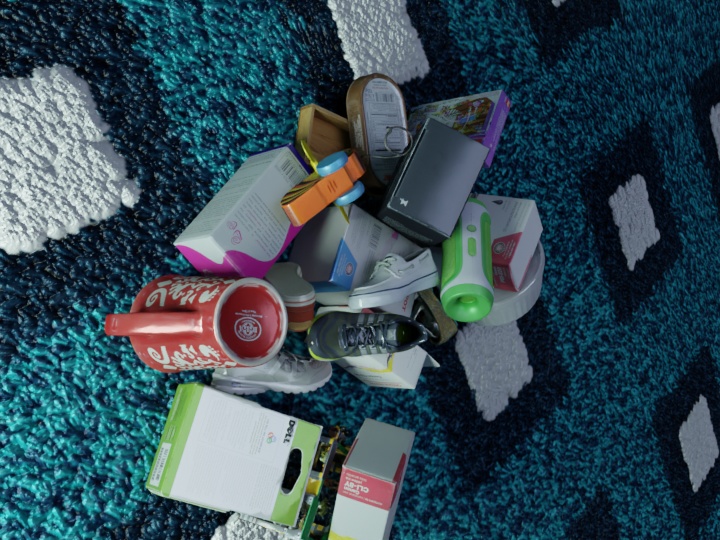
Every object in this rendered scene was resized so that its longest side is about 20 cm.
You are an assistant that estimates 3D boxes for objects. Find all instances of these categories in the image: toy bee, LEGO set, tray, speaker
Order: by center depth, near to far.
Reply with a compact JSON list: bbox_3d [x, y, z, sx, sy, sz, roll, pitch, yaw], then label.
[{"bbox_3d":[-0.031,-0.132,1.096,0.199,0.109,0.132,-15,107,-18],"label":"toy bee"},{"bbox_3d":[-0.098,0.319,1.137,0.154,0.115,0.201,47,57,-65],"label":"LEGO set"},{"bbox_3d":[0.168,-0.020,1.210,0.088,0.088,0.201,38,40,-33],"label":"speaker"},{"bbox_3d":[-0.021,-0.194,1.274,0.199,0.037,0.099,17,75,-41],"label":"tray"}]

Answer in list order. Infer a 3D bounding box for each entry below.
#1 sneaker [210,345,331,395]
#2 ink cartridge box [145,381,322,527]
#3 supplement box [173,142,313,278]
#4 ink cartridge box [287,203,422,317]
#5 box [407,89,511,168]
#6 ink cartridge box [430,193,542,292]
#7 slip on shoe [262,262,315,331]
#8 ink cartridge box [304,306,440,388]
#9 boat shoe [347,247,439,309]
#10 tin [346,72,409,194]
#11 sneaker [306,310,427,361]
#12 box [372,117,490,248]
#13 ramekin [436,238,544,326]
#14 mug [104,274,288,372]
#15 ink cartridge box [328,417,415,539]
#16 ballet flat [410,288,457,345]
[{"bbox_3d":[-0.121,0.135,1.121,0.199,0.074,0.083,2,94,-42],"label":"sneaker"},{"bbox_3d":[-0.170,0.255,1.047,0.199,0.076,0.149,24,70,-26],"label":"ink cartridge box"},{"bbox_3d":[-0.155,-0.076,1.097,0.101,0.103,0.200,53,54,-27],"label":"supplement box"},{"bbox_3d":[0.000,0.000,1.215,0.200,0.125,0.129,31,67,-37],"label":"ink cartridge box"},{"bbox_3d":[0.151,-0.234,1.322,0.039,0.199,0.138,41,61,-39],"label":"box"},{"bbox_3d":[0.199,-0.057,1.342,0.146,0.199,0.085,-63,144,-26],"label":"ink cartridge box"},{"bbox_3d":[-0.109,0.031,1.081,0.074,0.200,0.062,-7,109,-18],"label":"slip on shoe"},{"bbox_3d":[0.023,0.134,1.231,0.200,0.116,0.068,38,64,-33],"label":"ink cartridge box"},{"bbox_3d":[0.044,0.009,1.130,0.200,0.073,0.067,-17,96,-54],"label":"boat shoe"},{"bbox_3d":[0.032,-0.229,1.278,0.111,0.042,0.202,-9,92,-38],"label":"tin"},{"bbox_3d":[0.012,0.089,1.094,0.199,0.081,0.074,-5,88,-38],"label":"sneaker"},{"bbox_3d":[0.100,-0.125,1.167,0.104,0.200,0.149,26,85,-5],"label":"box"},{"bbox_3d":[0.239,0.010,1.392,0.203,0.201,0.094,-62,145,-26],"label":"ramekin"},{"bbox_3d":[-0.207,0.078,0.970,0.177,0.199,0.134,-34,109,-39],"label":"mug"},{"bbox_3d":[0.011,0.348,1.139,0.145,0.083,0.201,-52,155,-67],"label":"ink cartridge box"},{"bbox_3d":[0.104,0.054,1.351,0.200,0.070,0.071,54,55,-25],"label":"ballet flat"}]
